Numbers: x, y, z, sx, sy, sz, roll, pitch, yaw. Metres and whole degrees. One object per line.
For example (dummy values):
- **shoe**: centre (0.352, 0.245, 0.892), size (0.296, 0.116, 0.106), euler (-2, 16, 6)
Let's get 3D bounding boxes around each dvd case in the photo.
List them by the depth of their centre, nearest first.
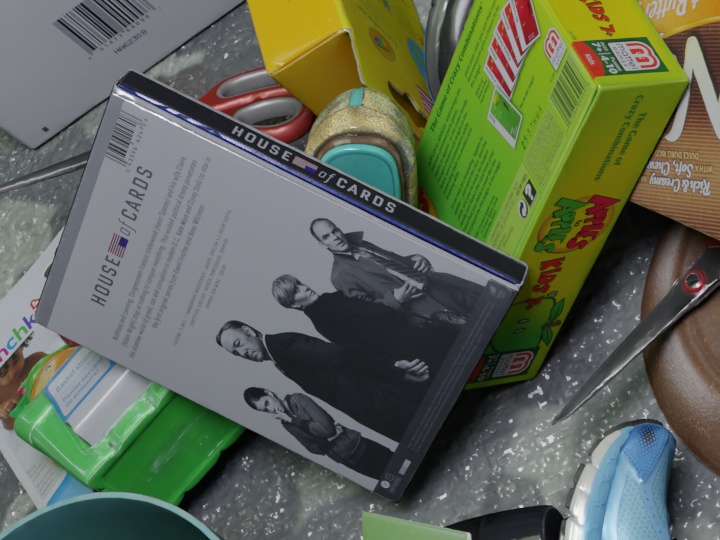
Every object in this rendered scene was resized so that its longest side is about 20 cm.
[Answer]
- **dvd case**: centre (-0.042, 0.011, 0.837), size (0.151, 0.199, 0.025), euler (-63, 0, 38)

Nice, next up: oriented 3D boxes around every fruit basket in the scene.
- **fruit basket**: centre (-0.137, 0.032, 0.978), size (0.185, 0.094, 0.200), euler (-47, 50, 4)

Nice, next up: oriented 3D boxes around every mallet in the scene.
- **mallet**: centre (0.061, 0.206, 0.813), size (0.066, 0.041, 0.201), euler (-8, 68, 29)

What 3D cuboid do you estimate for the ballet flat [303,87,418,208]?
- **ballet flat**: centre (0.000, 0.000, 0.879), size (0.070, 0.201, 0.071), euler (1, 37, -1)

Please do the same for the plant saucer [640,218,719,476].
- **plant saucer**: centre (0.214, 0.006, 0.811), size (0.199, 0.037, 0.201), euler (-13, 61, 25)

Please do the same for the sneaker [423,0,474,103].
- **sneaker**: centre (0.106, -0.160, 0.930), size (0.082, 0.073, 0.201), euler (30, 86, 37)

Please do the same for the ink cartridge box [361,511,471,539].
- **ink cartridge box**: centre (0.045, 0.202, 0.740), size (0.104, 0.059, 0.201), euler (175, 95, -68)

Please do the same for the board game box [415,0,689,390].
- **board game box**: centre (0.073, -0.048, 0.837), size (0.200, 0.047, 0.102), euler (111, 143, -45)

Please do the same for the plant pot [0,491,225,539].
- **plant pot**: centre (-0.083, 0.219, 0.813), size (0.200, 0.161, 0.202), euler (-13, 61, 25)

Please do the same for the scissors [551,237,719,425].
- **scissors**: centre (0.159, -0.006, 0.822), size (0.200, 0.014, 0.073), euler (-34, 56, 15)

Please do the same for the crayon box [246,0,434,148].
- **crayon box**: centre (-0.012, -0.138, 0.958), size (0.051, 0.127, 0.201), euler (-28, 56, 18)

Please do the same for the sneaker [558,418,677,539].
- **sneaker**: centre (0.133, 0.163, 0.777), size (0.089, 0.078, 0.201), euler (-3, 72, 14)

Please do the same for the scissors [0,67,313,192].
- **scissors**: centre (-0.114, -0.077, 1.009), size (0.199, 0.014, 0.073), euler (-12, 37, 9)

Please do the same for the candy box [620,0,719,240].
- **candy box**: centre (0.136, -0.093, 0.816), size (0.200, 0.055, 0.116), euler (32, 122, 58)

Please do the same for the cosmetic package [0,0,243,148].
- **cosmetic package**: centre (-0.184, -0.224, 1.106), size (0.199, 0.123, 0.201), euler (-33, 54, 14)
